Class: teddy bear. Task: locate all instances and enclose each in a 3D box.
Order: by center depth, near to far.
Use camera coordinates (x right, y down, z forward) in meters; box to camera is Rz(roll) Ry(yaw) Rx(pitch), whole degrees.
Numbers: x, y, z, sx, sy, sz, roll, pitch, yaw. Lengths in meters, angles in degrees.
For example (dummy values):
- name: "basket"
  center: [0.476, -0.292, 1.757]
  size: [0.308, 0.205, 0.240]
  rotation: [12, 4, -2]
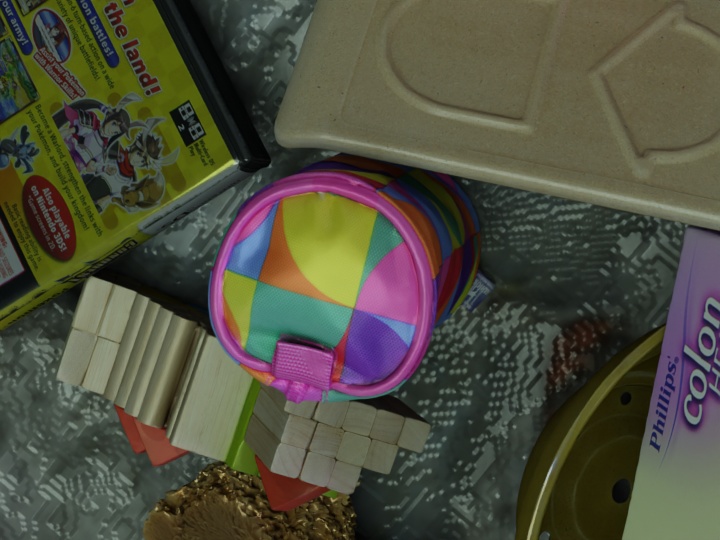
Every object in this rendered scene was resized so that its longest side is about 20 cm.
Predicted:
- name: "teddy bear"
  center: [-0.012, 0.163, 0.904]
  size: [0.200, 0.067, 0.145]
  rotation: [48, 125, -2]

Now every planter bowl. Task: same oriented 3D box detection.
- name: "planter bowl"
  center: [0.122, 0.096, 0.825]
  size: [0.199, 0.083, 0.202]
  rotation: [-8, 107, -29]

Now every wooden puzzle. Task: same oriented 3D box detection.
- name: "wooden puzzle"
  center: [0.085, -0.097, 0.787]
  size: [0.199, 0.186, 0.046]
  rotation: [9, 148, 12]

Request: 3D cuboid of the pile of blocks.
- name: "pile of blocks"
  center: [-0.054, 0.056, 0.851]
  size: [0.200, 0.082, 0.063]
  rotation: [24, 96, 47]

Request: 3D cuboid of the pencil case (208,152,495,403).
- name: "pencil case"
  center: [0.000, 0.000, 0.795]
  size: [0.088, 0.200, 0.089]
  rotation: [1, 94, 9]

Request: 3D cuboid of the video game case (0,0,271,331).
- name: "video game case"
  center: [-0.156, -0.086, 0.871]
  size: [0.180, 0.025, 0.201]
  rotation: [-30, 80, 17]

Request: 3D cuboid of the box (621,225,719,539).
- name: "box"
  center: [0.186, 0.093, 0.694]
  size: [0.096, 0.200, 0.177]
  rotation: [5, 99, -33]
